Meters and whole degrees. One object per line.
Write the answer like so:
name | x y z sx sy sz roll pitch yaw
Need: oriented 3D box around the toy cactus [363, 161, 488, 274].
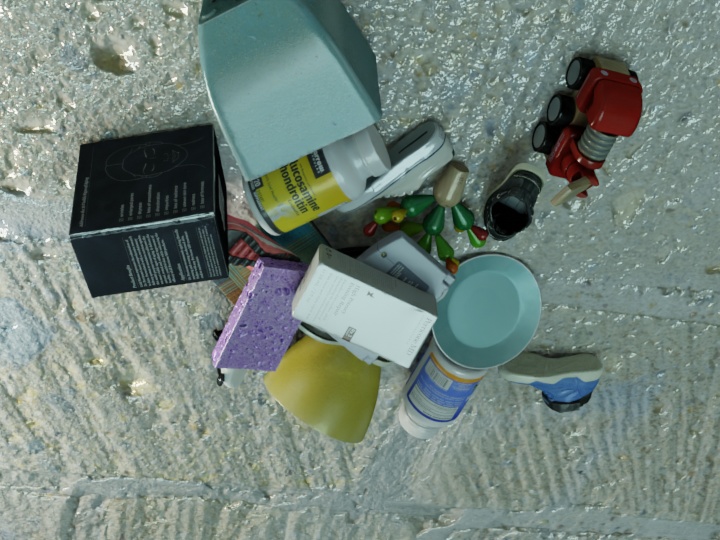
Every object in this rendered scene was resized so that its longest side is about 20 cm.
toy cactus | 0.117 -0.085 1.657 0.198 0.103 0.166 17 120 -13

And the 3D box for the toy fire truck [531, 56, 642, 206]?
toy fire truck | 0.316 -0.177 1.509 0.127 0.201 0.177 10 132 -18

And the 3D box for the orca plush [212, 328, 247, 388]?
orca plush | -0.229 0.130 1.812 0.071 0.106 0.200 35 165 13

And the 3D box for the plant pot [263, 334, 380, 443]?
plant pot | -0.043 0.172 1.824 0.199 0.200 0.143 27 101 -30

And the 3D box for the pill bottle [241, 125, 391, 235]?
pill bottle | -0.062 -0.138 1.551 0.198 0.113 0.112 -25 133 15

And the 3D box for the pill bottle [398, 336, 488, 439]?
pill bottle | 0.141 0.205 1.916 0.111 0.113 0.201 10 132 -18

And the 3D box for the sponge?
sponge | -0.143 0.071 1.660 0.110 0.030 0.201 9 123 -34

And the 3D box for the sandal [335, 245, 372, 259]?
sandal | 0.000 -0.001 1.739 0.198 0.048 0.076 -11 134 3

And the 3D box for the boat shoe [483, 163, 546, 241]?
boat shoe | 0.224 -0.084 1.637 0.074 0.067 0.200 28 154 -3

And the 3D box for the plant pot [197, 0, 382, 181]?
plant pot | -0.104 -0.275 1.368 0.194 0.197 0.201 -22 123 13

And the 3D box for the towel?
towel | -0.137 -0.009 1.709 0.199 0.022 0.147 -29 115 21

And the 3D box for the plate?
plate | 0.208 0.067 1.812 0.197 0.026 0.203 -4 106 -15

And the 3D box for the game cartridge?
game cartridge | 0.032 0.038 1.657 0.133 0.042 0.200 41 110 -12

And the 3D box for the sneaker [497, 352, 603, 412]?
sneaker | 0.338 0.211 1.976 0.197 0.077 0.112 -2 125 -16

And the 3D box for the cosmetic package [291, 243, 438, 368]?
cosmetic package | 0.007 0.053 1.602 0.198 0.074 0.102 24 112 -11

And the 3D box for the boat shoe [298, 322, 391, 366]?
boat shoe | -0.019 0.086 1.737 0.199 0.072 0.061 25 130 -19

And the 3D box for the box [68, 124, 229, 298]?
box | -0.288 -0.085 1.506 0.194 0.201 0.125 -7 134 -1

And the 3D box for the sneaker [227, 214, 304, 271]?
sneaker | -0.155 -0.035 1.644 0.074 0.087 0.200 -43 134 12

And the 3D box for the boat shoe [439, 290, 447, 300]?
boat shoe | 0.061 0.039 1.748 0.069 0.072 0.199 22 150 -25

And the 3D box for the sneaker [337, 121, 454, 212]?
sneaker | 0.051 -0.136 1.599 0.199 0.074 0.071 -31 128 20
